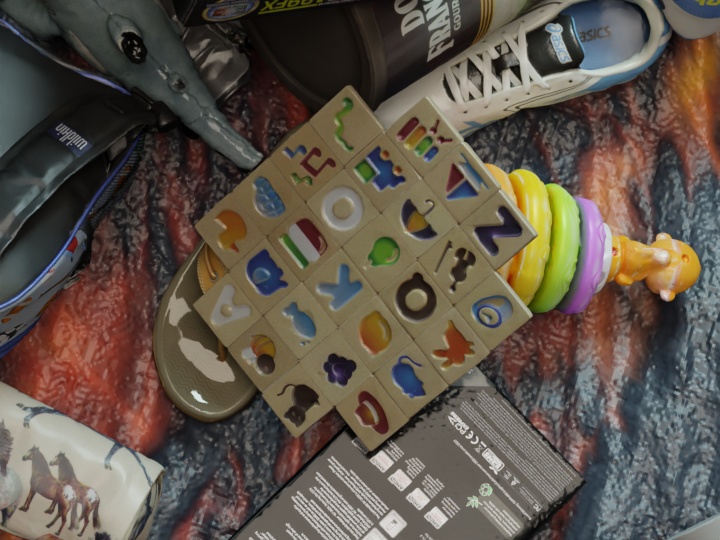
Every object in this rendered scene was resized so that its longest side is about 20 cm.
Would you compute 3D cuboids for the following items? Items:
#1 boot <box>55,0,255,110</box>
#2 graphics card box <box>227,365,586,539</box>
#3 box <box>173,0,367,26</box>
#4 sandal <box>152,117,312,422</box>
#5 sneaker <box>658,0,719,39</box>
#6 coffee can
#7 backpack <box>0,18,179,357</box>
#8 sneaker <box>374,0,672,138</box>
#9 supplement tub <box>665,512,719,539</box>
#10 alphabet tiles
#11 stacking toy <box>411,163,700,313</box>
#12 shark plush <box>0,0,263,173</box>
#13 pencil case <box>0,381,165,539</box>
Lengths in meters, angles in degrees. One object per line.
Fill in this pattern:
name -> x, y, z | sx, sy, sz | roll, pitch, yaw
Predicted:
boot -> -0.093, -0.202, 1.730 | 0.131, 0.070, 0.200 | 24, 90, -3
graphics card box -> 0.020, 0.149, 1.680 | 0.125, 0.051, 0.200 | 45, 81, 4
box -> -0.041, -0.240, 1.552 | 0.160, 0.044, 0.200 | -10, 75, -20
sandal -> -0.059, -0.006, 1.695 | 0.080, 0.054, 0.200 | 32, 86, 4
sneaker -> 0.203, -0.221, 1.729 | 0.074, 0.082, 0.200 | 11, 43, -2
coffee can -> 0.036, -0.198, 1.671 | 0.200, 0.146, 0.147 | -34, 84, -23
backpack -> -0.236, -0.042, 1.630 | 0.200, 0.154, 0.191 | 26, 52, 6
sneaker -> 0.092, -0.127, 1.724 | 0.200, 0.072, 0.072 | -21, 84, -7
supplement tub -> 0.268, 0.221, 1.640 | 0.145, 0.145, 0.200 | -26, 83, -9
alphabet tiles -> 0.000, 0.000, 1.626 | 0.200, 0.006, 0.167 | -41, 85, 26
stacking toy -> 0.108, -0.014, 1.700 | 0.199, 0.110, 0.116 | 8, 61, -16
shark plush -> -0.140, -0.127, 1.654 | 0.091, 0.083, 0.200 | -32, 94, -2
pencil case -> -0.208, 0.113, 1.653 | 0.200, 0.078, 0.090 | 26, 83, 0
